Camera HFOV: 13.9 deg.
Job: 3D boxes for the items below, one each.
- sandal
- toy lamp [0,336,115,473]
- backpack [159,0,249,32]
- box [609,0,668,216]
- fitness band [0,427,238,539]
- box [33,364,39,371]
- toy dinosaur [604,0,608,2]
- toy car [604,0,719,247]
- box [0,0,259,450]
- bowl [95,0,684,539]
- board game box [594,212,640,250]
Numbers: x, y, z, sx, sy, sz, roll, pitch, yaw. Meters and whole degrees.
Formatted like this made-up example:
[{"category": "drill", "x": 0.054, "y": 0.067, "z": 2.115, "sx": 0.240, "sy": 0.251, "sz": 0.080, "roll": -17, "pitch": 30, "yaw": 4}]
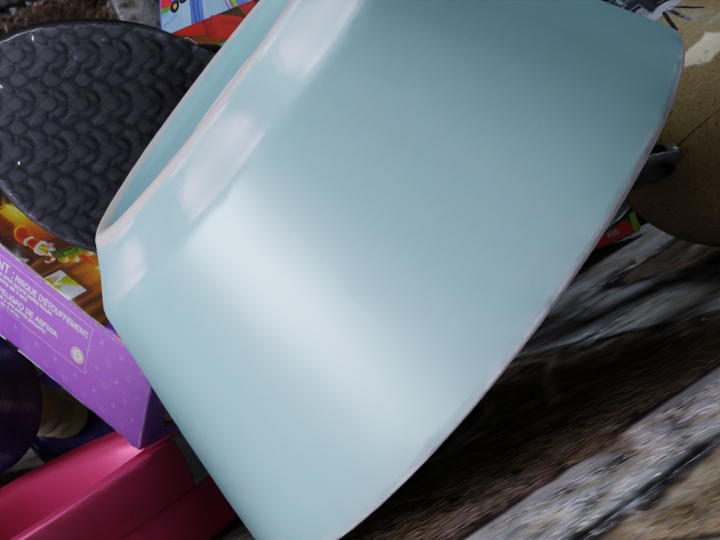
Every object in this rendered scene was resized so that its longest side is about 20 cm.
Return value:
[{"category": "sandal", "x": -0.041, "y": -0.041, "z": 0.981, "sx": 0.199, "sy": 0.075, "sz": 0.045, "roll": 6, "pitch": 10, "yaw": -28}, {"category": "toy lamp", "x": -0.131, "y": 0.052, "z": 1.122, "sx": 0.058, "sy": 0.058, "sz": 0.200, "roll": -25, "pitch": -8, "yaw": 9}, {"category": "backpack", "x": -0.023, "y": -0.085, "z": 1.331, "sx": 0.134, "sy": 0.201, "sz": 0.183, "roll": -22, "pitch": 9, "yaw": 30}, {"category": "box", "x": 0.108, "y": -0.115, "z": 1.266, "sx": 0.200, "sy": 0.158, "sz": 0.051, "roll": -36, "pitch": -18, "yaw": -56}, {"category": "fitness band", "x": -0.106, "y": 0.093, "z": 1.007, "sx": 0.143, "sy": 0.038, "sz": 0.200, "roll": -24, "pitch": 6, "yaw": 38}, {"category": "box", "x": -0.185, "y": 0.016, "z": 1.292, "sx": 0.199, "sy": 0.097, "sz": 0.176, "roll": -16, "pitch": -11, "yaw": -1}, {"category": "toy dinosaur", "x": 0.063, "y": -0.104, "z": 1.091, "sx": 0.088, "sy": 0.048, "sz": 0.200, "roll": -17, "pitch": 3, "yaw": 21}, {"category": "toy car", "x": 0.122, "y": -0.073, "z": 1.010, "sx": 0.200, "sy": 0.158, "sz": 0.164, "roll": -39, "pitch": -4, "yaw": -8}, {"category": "box", "x": -0.050, "y": -0.025, "z": 1.040, "sx": 0.200, "sy": 0.137, "sz": 0.039, "roll": -28, "pitch": -36, "yaw": -41}, {"category": "bowl", "x": -0.005, "y": -0.022, "z": 0.885, "sx": 0.201, "sy": 0.105, "sz": 0.201, "roll": -51, "pitch": 10, "yaw": 13}, {"category": "board game box", "x": 0.000, "y": 0.000, "z": 1.140, "sx": 0.200, "sy": 0.048, "sz": 0.101, "roll": -21, "pitch": 3, "yaw": -36}]
